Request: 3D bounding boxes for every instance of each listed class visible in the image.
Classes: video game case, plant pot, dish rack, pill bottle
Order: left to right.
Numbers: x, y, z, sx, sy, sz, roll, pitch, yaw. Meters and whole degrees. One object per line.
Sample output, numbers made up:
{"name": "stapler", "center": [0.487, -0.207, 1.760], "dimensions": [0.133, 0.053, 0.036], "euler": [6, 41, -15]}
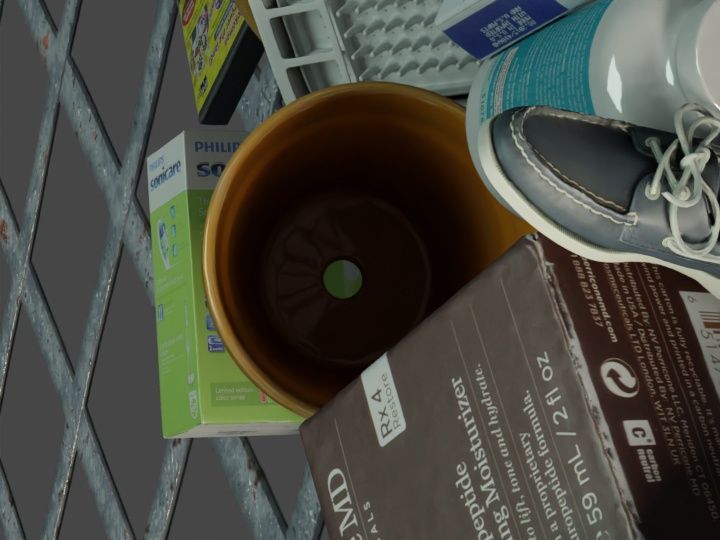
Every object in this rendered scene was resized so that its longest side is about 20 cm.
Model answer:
{"name": "video game case", "center": [-0.092, -0.234, 1.559], "dimensions": [0.200, 0.025, 0.181], "euler": [124, 141, -53]}
{"name": "plant pot", "center": [0.000, 0.000, 1.318], "dimensions": [0.183, 0.199, 0.201], "euler": [140, 128, -81]}
{"name": "dish rack", "center": [0.023, -0.171, 1.298], "dimensions": [0.200, 0.044, 0.172], "euler": [-3, 115, 38]}
{"name": "pill bottle", "center": [0.142, -0.086, 1.082], "dimensions": [0.200, 0.110, 0.111], "euler": [165, 103, -65]}

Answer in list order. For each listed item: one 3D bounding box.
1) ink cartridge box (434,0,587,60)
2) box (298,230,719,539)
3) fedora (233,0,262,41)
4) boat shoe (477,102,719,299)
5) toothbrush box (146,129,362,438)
{"name": "ink cartridge box", "center": [0.137, -0.220, 1.104], "dimensions": [0.196, 0.043, 0.200], "euler": [-25, 34, 56]}
{"name": "box", "center": [0.105, 0.103, 1.042], "dimensions": [0.200, 0.164, 0.166], "euler": [-42, 56, 42]}
{"name": "fedora", "center": [0.000, -0.210, 1.379], "dimensions": [0.200, 0.082, 0.201], "euler": [19, 127, 27]}
{"name": "boat shoe", "center": [0.146, -0.031, 0.972], "dimensions": [0.062, 0.200, 0.075], "euler": [-38, 34, 48]}
{"name": "toothbrush box", "center": [-0.061, 0.011, 1.486], "dimensions": [0.086, 0.145, 0.201], "euler": [158, 110, -64]}
